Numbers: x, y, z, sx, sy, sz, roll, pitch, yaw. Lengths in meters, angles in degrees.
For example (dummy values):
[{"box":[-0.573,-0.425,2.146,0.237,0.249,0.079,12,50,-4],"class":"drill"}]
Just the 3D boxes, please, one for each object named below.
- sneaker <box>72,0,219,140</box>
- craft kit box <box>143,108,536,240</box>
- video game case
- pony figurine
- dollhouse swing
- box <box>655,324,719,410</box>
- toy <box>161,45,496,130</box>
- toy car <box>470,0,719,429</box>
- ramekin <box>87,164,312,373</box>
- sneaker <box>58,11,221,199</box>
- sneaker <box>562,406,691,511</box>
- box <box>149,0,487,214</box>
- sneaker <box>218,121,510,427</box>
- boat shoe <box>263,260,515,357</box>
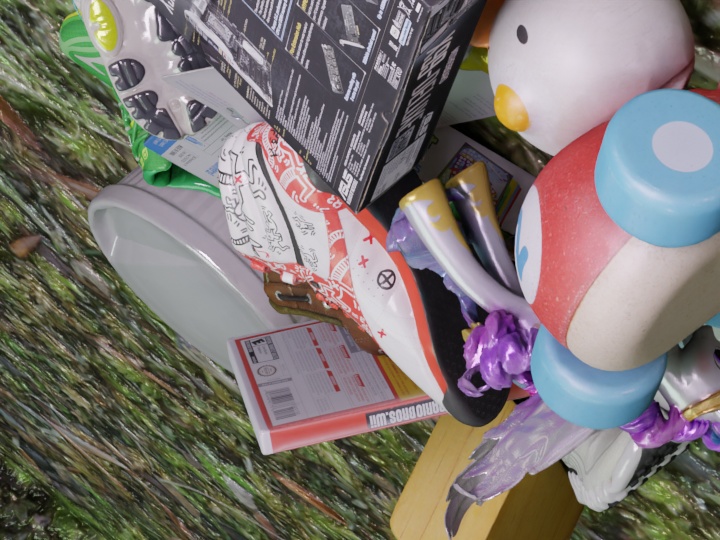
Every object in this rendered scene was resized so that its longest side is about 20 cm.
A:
[{"box":[-0.135,-0.167,1.166,0.080,0.077,0.201,-127,19,-73],"class":"sneaker"},{"box":[-0.017,-0.066,1.284,0.197,0.049,0.200,32,162,-12],"class":"craft kit box"},{"box":[0.027,0.053,1.256,0.143,0.198,0.018,-119,18,-67],"class":"video game case"},{"box":[0.101,0.034,1.064,0.201,0.192,0.167,58,171,4],"class":"pony figurine"},{"box":[0.047,0.148,1.488,0.175,0.183,0.200,23,168,21],"class":"dollhouse swing"},{"box":[0.175,0.028,1.203,0.119,0.042,0.201,30,156,28],"class":"box"},{"box":[0.010,-0.112,1.106,0.199,0.048,0.115,-6,155,34],"class":"toy"},{"box":[0.106,-0.070,0.950,0.200,0.176,0.185,46,153,22],"class":"toy car"},{"box":[-0.094,-0.012,1.534,0.202,0.094,0.203,35,161,14],"class":"ramekin"},{"box":[-0.129,-0.104,1.414,0.200,0.084,0.074,38,161,10],"class":"sneaker"},{"box":[0.152,0.102,1.342,0.081,0.075,0.200,55,172,2],"class":"sneaker"},{"box":[-0.024,-0.133,0.958,0.158,0.050,0.200,46,157,12],"class":"box"},{"box":[0.000,-0.001,1.150,0.107,0.067,0.202,-6,124,44],"class":"sneaker"},{"box":[0.025,0.015,1.239,0.199,0.072,0.069,20,108,40],"class":"boat shoe"}]
